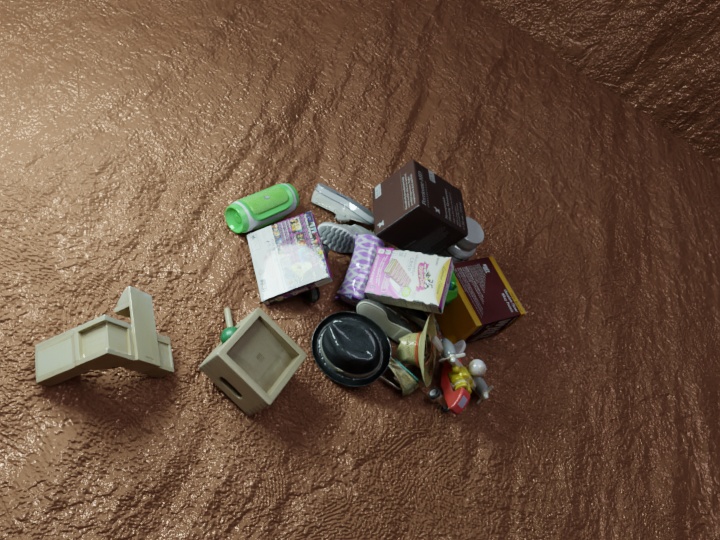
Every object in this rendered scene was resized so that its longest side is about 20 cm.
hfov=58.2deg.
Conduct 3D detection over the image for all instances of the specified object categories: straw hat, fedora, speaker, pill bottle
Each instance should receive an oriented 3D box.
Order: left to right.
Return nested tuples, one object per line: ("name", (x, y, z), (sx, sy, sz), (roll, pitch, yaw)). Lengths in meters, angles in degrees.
("speaker", (-0.256, -0.165, 1.704), (0.200, 0.088, 0.088), (-31, 76, -42))
("fedora", (-0.020, 0.175, 1.548), (0.200, 0.092, 0.201), (2, 66, -3))
("straw hat", (0.137, 0.200, 1.646), (0.085, 0.201, 0.201), (4, 47, 16))
("pill bottle", (0.261, -0.060, 1.857), (0.109, 0.200, 0.110), (16, 51, -21))

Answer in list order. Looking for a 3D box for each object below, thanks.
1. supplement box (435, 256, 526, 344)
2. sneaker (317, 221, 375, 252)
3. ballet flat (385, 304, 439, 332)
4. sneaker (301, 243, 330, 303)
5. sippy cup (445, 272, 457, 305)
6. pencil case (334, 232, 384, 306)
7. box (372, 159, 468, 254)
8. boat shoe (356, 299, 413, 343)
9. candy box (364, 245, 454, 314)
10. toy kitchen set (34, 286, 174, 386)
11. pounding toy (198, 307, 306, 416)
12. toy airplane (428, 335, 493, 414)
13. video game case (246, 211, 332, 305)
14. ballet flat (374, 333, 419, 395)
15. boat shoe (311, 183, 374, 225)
("supplement box", (0.317, 0.087, 1.829), (0.200, 0.133, 0.198), (-10, 63, -35))
("sneaker", (-0.031, -0.093, 1.809), (0.200, 0.075, 0.082), (18, 33, -24))
("ballet flat", (0.134, 0.107, 1.764), (0.200, 0.046, 0.067), (38, 46, -1))
("sneaker", (-0.119, -0.010, 1.678), (0.114, 0.076, 0.200), (-6, 55, -26))
("sippy cup", (0.167, 0.040, 1.741), (0.130, 0.178, 0.140), (-8, 75, -37))
("pencil case", (0.000, 0.000, 1.709), (0.085, 0.084, 0.200), (11, 66, 19))
("box", (0.159, -0.156, 1.751), (0.200, 0.164, 0.166), (26, 47, -36))
("boat shoe", (0.061, 0.125, 1.680), (0.200, 0.067, 0.057), (36, 25, -30))
("candy box", (0.124, 0.022, 1.640), (0.199, 0.061, 0.137), (9, 69, 19))
("toy kitchen set", (-0.521, 0.142, 1.329), (0.200, 0.180, 0.164), (40, 31, -60))
("pounding toy", (-0.252, 0.184, 1.436), (0.200, 0.142, 0.184), (46, 47, -8))
("toy airplane", (0.260, 0.255, 1.664), (0.200, 0.141, 0.200), (-2, 72, -57))
("video game case", (-0.179, -0.032, 1.615), (0.181, 0.036, 0.200), (-21, 63, 4))
("ballet flat", (0.062, 0.232, 1.624), (0.200, 0.071, 0.071), (47, 47, 10))
("boat shoe", (-0.048, -0.171, 1.846), (0.200, 0.070, 0.071), (28, 18, -5))
